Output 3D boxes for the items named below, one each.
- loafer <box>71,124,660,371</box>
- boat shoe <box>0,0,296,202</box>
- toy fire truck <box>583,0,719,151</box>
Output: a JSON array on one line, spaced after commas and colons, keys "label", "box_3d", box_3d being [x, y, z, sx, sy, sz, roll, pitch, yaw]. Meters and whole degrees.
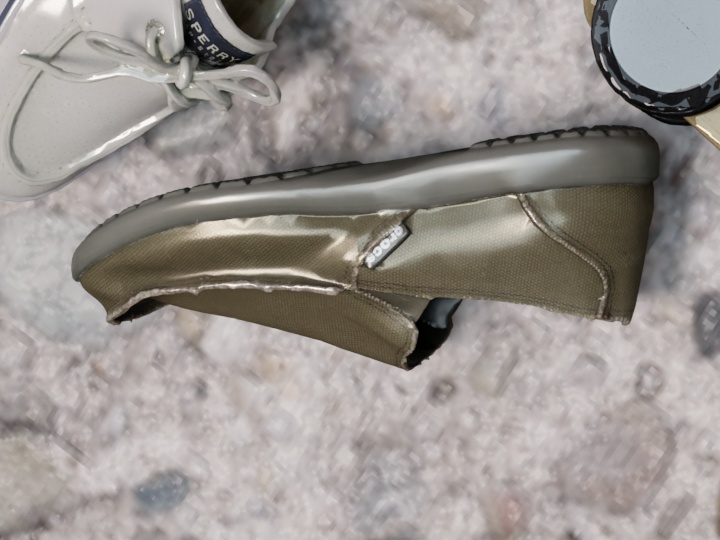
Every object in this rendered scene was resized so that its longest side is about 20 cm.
[{"label": "loafer", "box_3d": [0.000, 0.000, 0.717, 0.198, 0.075, 0.070, -8, 93, 20]}, {"label": "boat shoe", "box_3d": [-0.053, -0.082, 0.710, 0.202, 0.074, 0.086, -44, 45, 15]}, {"label": "toy fire truck", "box_3d": [0.182, -0.085, 0.625, 0.176, 0.129, 0.200, 43, 98, 8]}]
